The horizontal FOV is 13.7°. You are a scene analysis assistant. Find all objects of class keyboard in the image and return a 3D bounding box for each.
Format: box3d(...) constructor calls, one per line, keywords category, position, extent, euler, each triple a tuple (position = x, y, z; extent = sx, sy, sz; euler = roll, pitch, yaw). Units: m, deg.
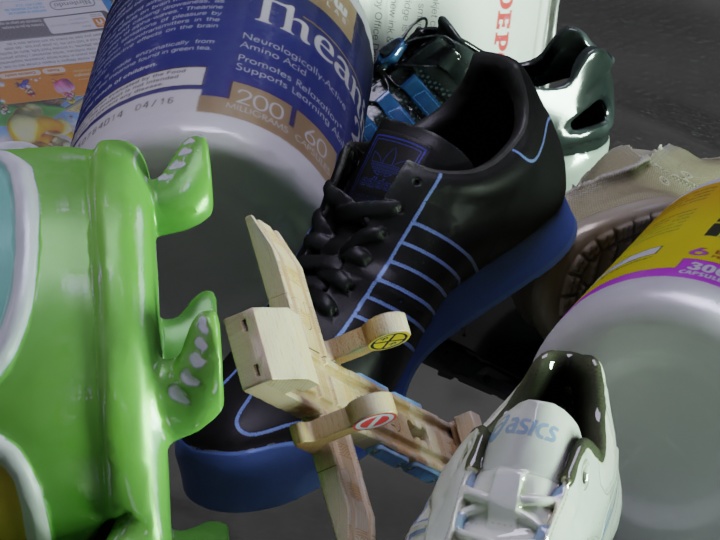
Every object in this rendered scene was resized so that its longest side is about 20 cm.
box3d(category="keyboard", position=(0.035, 0.008, 1.211), extent=(0.104, 0.040, 0.200), euler=(29, 19, -7))

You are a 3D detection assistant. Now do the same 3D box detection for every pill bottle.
box3d(category="pill bottle", position=(-0.052, -0.064, 1.174), extent=(0.110, 0.111, 0.200), euler=(7, 37, 1))
box3d(category="pill bottle", position=(0.134, 0.027, 1.073), extent=(0.104, 0.105, 0.200), euler=(13, 22, 17))

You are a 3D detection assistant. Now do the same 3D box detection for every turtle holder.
box3d(category="turtle holder", position=(-0.107, 0.051, 0.924), extent=(0.131, 0.187, 0.141), euler=(-3, -13, -4))

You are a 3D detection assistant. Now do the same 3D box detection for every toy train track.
box3d(category="toy train track", position=(0.012, 0.042, 0.961), extent=(0.032, 0.115, 0.200), euler=(-22, -20, 15))

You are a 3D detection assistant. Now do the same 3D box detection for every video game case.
box3d(category="video game case", position=(-0.146, -0.071, 1.229), extent=(0.143, 0.018, 0.200), euler=(-9, 55, -37))

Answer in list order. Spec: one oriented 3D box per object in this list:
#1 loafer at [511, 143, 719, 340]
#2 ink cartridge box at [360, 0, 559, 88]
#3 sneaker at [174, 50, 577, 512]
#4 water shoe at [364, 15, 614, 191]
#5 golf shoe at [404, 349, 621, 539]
box3d(category="loafer", position=(0.107, -0.010, 1.203), extent=(0.068, 0.076, 0.200), euler=(25, 17, 26))
box3d(category="ink cartridge box", position=(-0.007, -0.145, 1.416), extent=(0.199, 0.146, 0.085), euler=(-4, 22, -27))
box3d(category="sneaker", position=(0.000, 0.000, 1.056), extent=(0.070, 0.078, 0.200), euler=(14, 45, 39))
box3d(category="water shoe", position=(0.018, -0.078, 1.342), extent=(0.199, 0.079, 0.072), euler=(-1, 22, -21))
box3d(category="golf shoe", position=(0.035, 0.088, 0.896), extent=(0.078, 0.098, 0.200), euler=(12, 22, 9))
